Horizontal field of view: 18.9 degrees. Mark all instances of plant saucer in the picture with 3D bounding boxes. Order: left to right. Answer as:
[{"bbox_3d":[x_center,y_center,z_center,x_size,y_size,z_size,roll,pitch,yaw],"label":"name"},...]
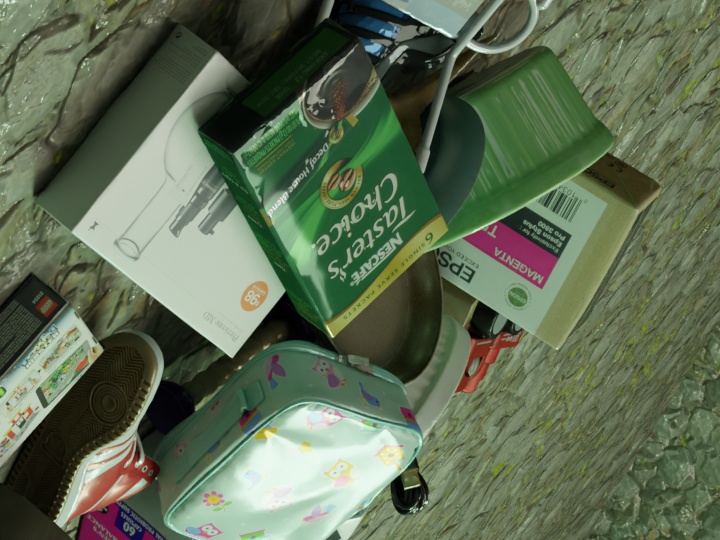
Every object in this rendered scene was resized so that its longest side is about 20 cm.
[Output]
[{"bbox_3d":[0.000,0.000,1.772,0.032,0.201,0.200,-14,-175,33],"label":"plant saucer"},{"bbox_3d":[0.003,-0.066,1.640,0.200,0.200,0.027,-50,125,-9],"label":"plant saucer"}]

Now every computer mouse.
[{"bbox_3d":[-0.021,0.188,1.797,0.200,0.110,0.044,-39,150,30],"label":"computer mouse"}]

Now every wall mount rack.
[{"bbox_3d":[0.037,-0.171,1.502,0.200,0.075,0.174,26,114,-32],"label":"wall mount rack"}]

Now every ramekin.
[{"bbox_3d":[-0.008,0.098,1.895,0.200,0.105,0.200,-47,-165,16],"label":"ramekin"},{"bbox_3d":[0.096,-0.101,1.757,0.200,0.098,0.200,-28,-173,4],"label":"ramekin"}]

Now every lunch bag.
[{"bbox_3d":[-0.060,0.139,1.698,0.160,0.077,0.200,23,126,-35],"label":"lunch bag"}]

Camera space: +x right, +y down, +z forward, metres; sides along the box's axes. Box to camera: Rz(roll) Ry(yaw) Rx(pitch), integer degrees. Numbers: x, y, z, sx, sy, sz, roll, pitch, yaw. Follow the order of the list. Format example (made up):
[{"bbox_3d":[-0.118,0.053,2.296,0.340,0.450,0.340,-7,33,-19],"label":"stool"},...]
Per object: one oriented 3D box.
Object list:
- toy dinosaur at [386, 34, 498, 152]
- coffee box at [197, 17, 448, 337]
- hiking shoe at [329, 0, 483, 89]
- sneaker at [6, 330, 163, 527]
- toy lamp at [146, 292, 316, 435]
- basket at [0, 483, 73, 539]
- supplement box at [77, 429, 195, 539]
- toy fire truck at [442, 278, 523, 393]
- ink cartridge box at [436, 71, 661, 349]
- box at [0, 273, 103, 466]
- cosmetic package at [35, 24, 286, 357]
[{"bbox_3d":[0.012,-0.115,1.629,0.200,0.101,0.058,-41,141,-20],"label":"toy dinosaur"},{"bbox_3d":[-0.021,-0.059,1.459,0.123,0.044,0.200,-42,138,-16],"label":"coffee box"},{"bbox_3d":[-0.010,-0.163,1.567,0.200,0.087,0.074,-32,-172,-22],"label":"hiking shoe"},{"bbox_3d":[-0.186,0.114,1.644,0.112,0.071,0.200,-16,148,-56],"label":"sneaker"},{"bbox_3d":[-0.098,0.070,1.811,0.200,0.058,0.058,-33,154,-40],"label":"toy lamp"},{"bbox_3d":[-0.296,0.257,1.544,0.200,0.136,0.180,-51,-170,-20],"label":"basket"},{"bbox_3d":[-0.177,0.242,1.860,0.103,0.101,0.200,-38,157,-39],"label":"supplement box"},{"bbox_3d":[0.081,0.088,2.223,0.176,0.129,0.200,-5,120,-67],"label":"toy fire truck"},{"bbox_3d":[0.139,-0.053,1.916,0.075,0.200,0.165,-39,158,-59],"label":"ink cartridge box"},{"bbox_3d":[-0.265,0.103,1.483,0.200,0.035,0.110,-49,162,-12],"label":"box"},{"bbox_3d":[-0.104,-0.049,1.459,0.151,0.052,0.200,-50,140,-2],"label":"cosmetic package"}]
